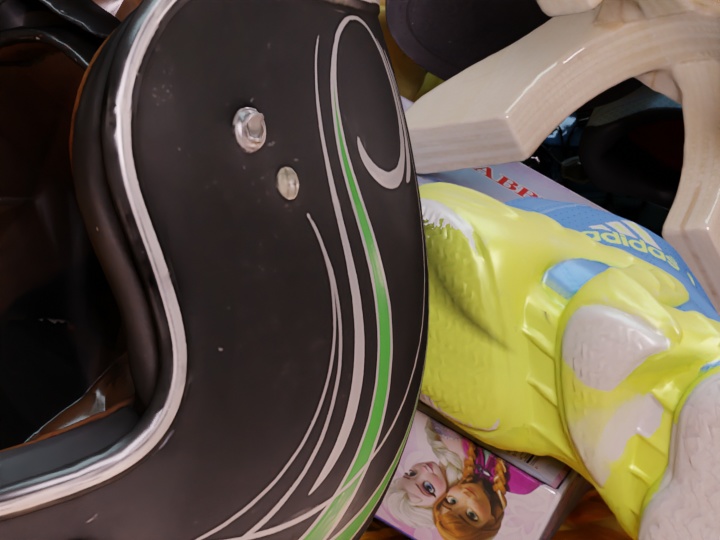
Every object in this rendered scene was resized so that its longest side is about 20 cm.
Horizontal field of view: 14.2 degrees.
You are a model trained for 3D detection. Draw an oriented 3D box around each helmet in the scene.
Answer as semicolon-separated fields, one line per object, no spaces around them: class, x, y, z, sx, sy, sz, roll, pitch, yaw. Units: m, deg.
helmet;-0.077;0.015;0.728;0.199;0.192;0.200;6;3;0

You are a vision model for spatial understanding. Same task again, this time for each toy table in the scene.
toy table;0.105;-0.084;0.911;0.183;0.200;0.117;-19;27;47

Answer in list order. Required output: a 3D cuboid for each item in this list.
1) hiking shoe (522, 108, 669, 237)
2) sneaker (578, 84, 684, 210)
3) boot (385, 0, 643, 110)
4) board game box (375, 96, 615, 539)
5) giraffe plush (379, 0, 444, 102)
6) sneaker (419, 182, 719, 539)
hiking shoe;0.097;-0.039;1.167;0.199;0.075;0.087;6;21;44
sneaker;0.166;-0.025;1.033;0.199;0.079;0.090;16;35;32
boot;0.074;-0.145;1.085;0.187;0.069;0.200;-12;38;-13
board game box;0.000;0.000;0.915;0.199;0.041;0.199;30;26;11
giraffe plush;-0.009;-0.090;1.125;0.162;0.201;0.172;20;-2;37
sneaker;0.096;0.036;0.805;0.200;0.076;0.105;40;27;15
